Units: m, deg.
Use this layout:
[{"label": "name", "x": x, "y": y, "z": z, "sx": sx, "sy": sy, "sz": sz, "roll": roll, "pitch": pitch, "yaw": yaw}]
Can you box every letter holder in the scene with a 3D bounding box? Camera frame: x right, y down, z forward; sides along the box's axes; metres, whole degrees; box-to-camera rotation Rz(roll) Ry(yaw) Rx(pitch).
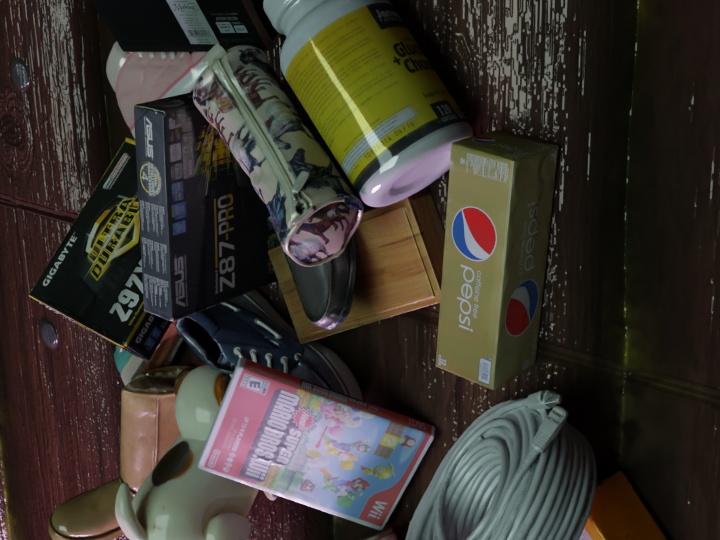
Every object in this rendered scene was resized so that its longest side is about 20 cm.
[{"label": "letter holder", "x": -0.144, "y": -0.290, "z": 1.124, "sx": 0.198, "sy": 0.143, "sz": 0.101, "roll": 8, "pitch": 142, "yaw": 38}]

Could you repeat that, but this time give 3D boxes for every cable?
[{"label": "cable", "x": 0.111, "y": 0.201, "z": 0.991, "sx": 0.069, "sy": 0.201, "sz": 0.200, "roll": 31, "pitch": 166, "yaw": -13}]

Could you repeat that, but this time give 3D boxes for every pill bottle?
[{"label": "pill bottle", "x": 0.001, "y": -0.163, "z": 1.010, "sx": 0.112, "sy": 0.112, "sz": 0.201, "roll": -41, "pitch": 76, "yaw": 43}]

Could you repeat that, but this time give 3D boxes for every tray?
[{"label": "tray", "x": 0.000, "y": 0.000, "z": 1.123, "sx": 0.199, "sy": 0.037, "sz": 0.100, "roll": -19, "pitch": 91, "yaw": 46}]

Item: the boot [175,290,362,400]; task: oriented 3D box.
[{"label": "boot", "x": -0.095, "y": 0.096, "z": 1.203, "sx": 0.199, "sy": 0.090, "sz": 0.073, "roll": 36, "pitch": 126, "yaw": 25}]

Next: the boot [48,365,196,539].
[{"label": "boot", "x": -0.268, "y": 0.209, "z": 1.359, "sx": 0.066, "sy": 0.174, "sz": 0.202, "roll": 45, "pitch": 134, "yaw": 42}]

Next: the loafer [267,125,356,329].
[{"label": "loafer", "x": -0.056, "y": -0.042, "z": 1.090, "sx": 0.073, "sy": 0.072, "sz": 0.202, "roll": -33, "pitch": 61, "yaw": 39}]

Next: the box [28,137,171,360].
[{"label": "box", "x": -0.233, "y": -0.025, "z": 1.240, "sx": 0.159, "sy": 0.049, "sz": 0.201, "roll": 23, "pitch": 77, "yaw": 34}]

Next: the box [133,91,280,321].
[{"label": "box", "x": -0.140, "y": -0.071, "z": 1.140, "sx": 0.049, "sy": 0.160, "sz": 0.202, "roll": 17, "pitch": 115, "yaw": 38}]

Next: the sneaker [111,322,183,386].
[{"label": "sneaker", "x": -0.230, "y": 0.047, "z": 1.328, "sx": 0.080, "sy": 0.071, "sz": 0.200, "roll": 54, "pitch": 128, "yaw": 21}]

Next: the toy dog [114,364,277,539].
[{"label": "toy dog", "x": -0.164, "y": 0.199, "z": 1.253, "sx": 0.139, "sy": 0.193, "sz": 0.202, "roll": -2, "pitch": 70, "yaw": 56}]

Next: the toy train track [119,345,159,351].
[{"label": "toy train track", "x": -0.253, "y": 0.009, "z": 1.300, "sx": 0.115, "sy": 0.032, "sz": 0.201, "roll": -49, "pitch": 42, "yaw": 27}]

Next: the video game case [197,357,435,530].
[{"label": "video game case", "x": -0.045, "y": 0.171, "z": 1.153, "sx": 0.198, "sy": 0.018, "sz": 0.144, "roll": 20, "pitch": 124, "yaw": -7}]

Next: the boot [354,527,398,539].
[{"label": "boot", "x": 0.006, "y": 0.348, "z": 1.202, "sx": 0.200, "sy": 0.070, "sz": 0.148, "roll": -44, "pitch": 61, "yaw": 60}]

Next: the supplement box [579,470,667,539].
[{"label": "supplement box", "x": 0.179, "y": 0.277, "z": 1.025, "sx": 0.127, "sy": 0.073, "sz": 0.200, "roll": 56, "pitch": 133, "yaw": 12}]

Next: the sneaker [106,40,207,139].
[{"label": "sneaker", "x": -0.194, "y": -0.211, "z": 1.200, "sx": 0.200, "sy": 0.075, "sz": 0.105, "roll": -26, "pitch": 91, "yaw": 49}]

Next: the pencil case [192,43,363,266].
[{"label": "pencil case", "x": -0.074, "y": -0.104, "z": 1.024, "sx": 0.201, "sy": 0.077, "sz": 0.090, "roll": 57, "pitch": 174, "yaw": 25}]

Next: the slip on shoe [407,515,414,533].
[{"label": "slip on shoe", "x": 0.068, "y": 0.320, "z": 1.159, "sx": 0.061, "sy": 0.073, "sz": 0.202, "roll": -120, "pitch": 27, "yaw": -59}]

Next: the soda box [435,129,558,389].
[{"label": "soda box", "x": 0.112, "y": -0.010, "z": 0.992, "sx": 0.064, "sy": 0.067, "sz": 0.202, "roll": 21, "pitch": 118, "yaw": 37}]
